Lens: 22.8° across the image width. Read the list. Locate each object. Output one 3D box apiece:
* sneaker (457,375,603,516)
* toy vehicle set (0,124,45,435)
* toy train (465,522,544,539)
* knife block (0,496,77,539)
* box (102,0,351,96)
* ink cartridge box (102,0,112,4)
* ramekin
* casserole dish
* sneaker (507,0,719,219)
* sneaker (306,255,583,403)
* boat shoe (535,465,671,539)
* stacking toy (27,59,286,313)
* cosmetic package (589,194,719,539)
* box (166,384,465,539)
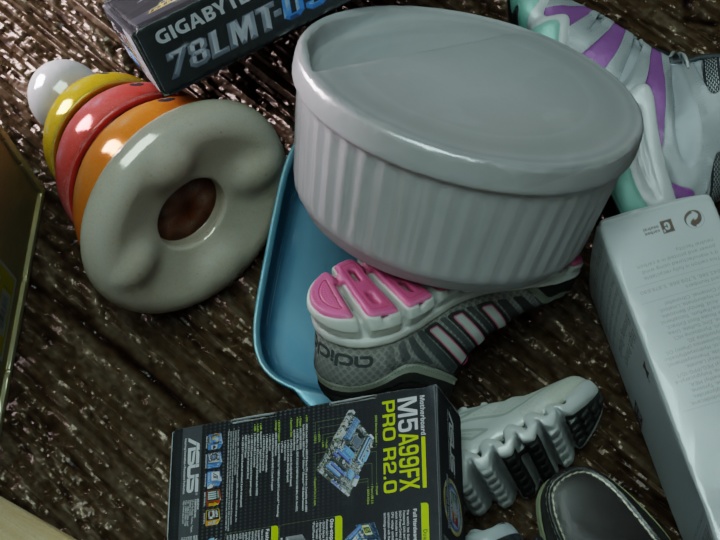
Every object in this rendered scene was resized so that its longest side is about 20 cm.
[{"bbox_3d":[0.047,0.109,1.036,0.200,0.075,0.081,-29,56,-6],"label":"sneaker"},{"bbox_3d":[-0.238,0.013,1.086,0.026,0.124,0.200,2,67,9],"label":"toy vehicle set"},{"bbox_3d":[0.083,0.228,0.962,0.114,0.087,0.200,-31,67,2],"label":"toy train"},{"bbox_3d":[-0.141,0.196,1.027,0.175,0.064,0.200,-16,65,0],"label":"knife block"},{"bbox_3d":[-0.058,-0.186,1.119,0.200,0.199,0.050,-28,110,-5],"label":"box"},{"bbox_3d":[-0.128,-0.297,1.186,0.200,0.084,0.146,-30,57,17],"label":"ink cartridge box"},{"bbox_3d":[0.053,-0.069,1.014,0.202,0.094,0.202,10,31,-6],"label":"ramekin"},{"bbox_3d":[0.000,0.000,1.091,0.121,0.039,0.200,12,69,-6],"label":"casserole dish"},{"bbox_3d":[0.185,-0.124,1.115,0.140,0.078,0.200,-24,75,-4],"label":"sneaker"},{"bbox_3d":[0.046,0.027,1.034,0.200,0.088,0.074,-19,42,-39],"label":"sneaker"},{"bbox_3d":[0.165,0.188,0.981,0.073,0.065,0.200,-28,68,-13],"label":"boat shoe"},{"bbox_3d":[-0.155,-0.079,1.127,0.146,0.146,0.200,-43,52,-10],"label":"stacking toy"},{"bbox_3d":[0.195,0.070,1.010,0.074,0.102,0.200,-15,64,-2],"label":"cosmetic package"},{"bbox_3d":[-0.025,0.169,0.946,0.160,0.044,0.200,-11,58,16],"label":"box"}]
